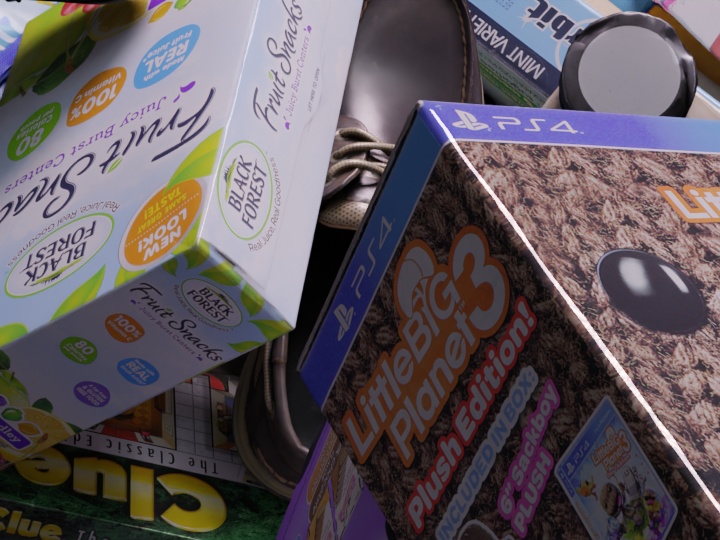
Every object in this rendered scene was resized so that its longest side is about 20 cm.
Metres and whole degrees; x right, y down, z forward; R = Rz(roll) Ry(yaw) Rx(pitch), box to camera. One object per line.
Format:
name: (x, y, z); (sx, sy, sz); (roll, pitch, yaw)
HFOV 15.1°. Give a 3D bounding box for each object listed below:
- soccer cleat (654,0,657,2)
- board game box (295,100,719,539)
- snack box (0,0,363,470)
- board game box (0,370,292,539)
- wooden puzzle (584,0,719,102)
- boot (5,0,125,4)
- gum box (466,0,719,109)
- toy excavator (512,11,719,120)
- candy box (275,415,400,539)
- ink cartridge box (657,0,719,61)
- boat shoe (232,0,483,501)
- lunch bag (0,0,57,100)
soccer cleat: (0.161, -0.136, 1.376); (0.200, 0.077, 0.067); (39, 35, 26)
board game box: (0.104, 0.055, 0.718); (0.159, 0.097, 0.200); (1, 39, -33)
snack box: (-0.074, -0.039, 0.948); (0.053, 0.142, 0.200); (42, 38, -29)
board game box: (-0.092, 0.065, 0.978); (0.200, 0.023, 0.105); (13, 35, -15)
wooden puzzle: (0.149, -0.080, 1.237); (0.185, 0.037, 0.200); (40, 2, 16)
boot: (-0.183, -0.110, 0.968); (0.203, 0.074, 0.154); (19, 39, 40)
gum box: (0.111, -0.053, 1.155); (0.170, 0.045, 0.200); (40, -4, 28)
toy excavator: (0.099, 0.040, 0.969); (0.194, 0.200, 0.100); (38, -5, 6)
candy box: (0.017, 0.143, 0.784); (0.071, 0.168, 0.200); (11, 34, -15)
ink cartridge box: (0.189, -0.114, 1.171); (0.116, 0.068, 0.200); (31, 14, -26)
boat shoe: (0.008, -0.015, 0.964); (0.074, 0.200, 0.073); (12, -8, -9)
lunch bag: (-0.171, -0.087, 1.104); (0.161, 0.083, 0.200); (29, 33, 6)
